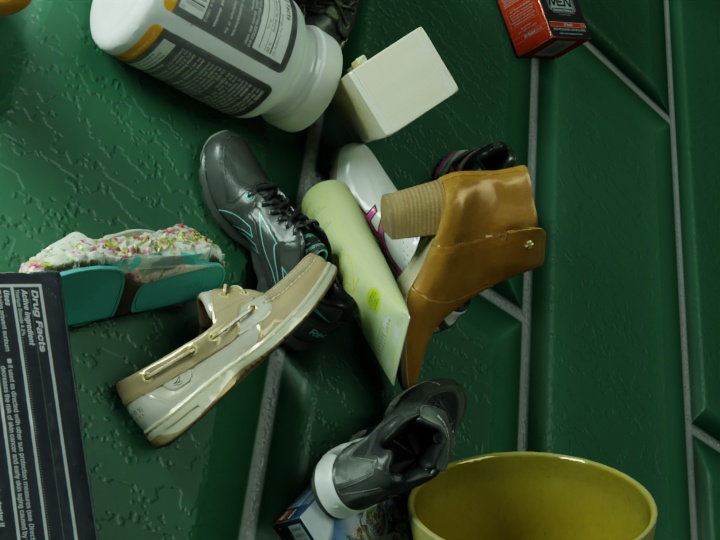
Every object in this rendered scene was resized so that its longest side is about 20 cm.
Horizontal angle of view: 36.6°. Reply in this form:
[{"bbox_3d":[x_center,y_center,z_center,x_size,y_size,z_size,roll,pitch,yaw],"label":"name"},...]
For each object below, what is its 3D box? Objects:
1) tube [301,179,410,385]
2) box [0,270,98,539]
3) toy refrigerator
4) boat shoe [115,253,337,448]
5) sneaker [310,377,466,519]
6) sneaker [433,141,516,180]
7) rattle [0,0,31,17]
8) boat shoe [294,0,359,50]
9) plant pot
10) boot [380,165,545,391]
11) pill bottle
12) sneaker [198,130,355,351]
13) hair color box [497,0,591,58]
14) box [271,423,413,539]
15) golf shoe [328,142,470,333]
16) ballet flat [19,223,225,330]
[{"bbox_3d":[0.000,0.000,0.941,0.058,0.052,0.201,44,14,-46],"label":"tube"},{"bbox_3d":[-0.269,0.110,0.611,0.197,0.123,0.202,2,72,-45],"label":"box"},{"bbox_3d":[0.022,-0.167,1.002,0.070,0.076,0.200,58,-3,-8],"label":"toy refrigerator"},{"bbox_3d":[-0.101,0.045,0.831,0.069,0.074,0.200,48,64,-4],"label":"boat shoe"},{"bbox_3d":[0.049,0.139,0.904,0.200,0.090,0.067,-28,93,-50],"label":"sneaker"},{"bbox_3d":[0.108,-0.069,1.128,0.080,0.086,0.201,40,47,-24],"label":"sneaker"},{"bbox_3d":[-0.301,-0.248,0.744,0.129,0.143,0.202,1,76,-27],"label":"rattle"},{"bbox_3d":[-0.035,-0.268,1.086,0.072,0.066,0.202,32,50,-32],"label":"boat shoe"},{"bbox_3d":[0.138,0.254,0.893,0.199,0.199,0.143,-18,111,-49],"label":"plant pot"},{"bbox_3d":[0.093,0.010,0.964,0.143,0.071,0.203,-8,116,-11],"label":"boot"},{"bbox_3d":[-0.118,-0.200,0.928,0.199,0.116,0.117,24,55,-39],"label":"pill bottle"},{"bbox_3d":[-0.067,-0.034,0.932,0.075,0.079,0.201,-28,91,-49],"label":"sneaker"},{"bbox_3d":[0.220,-0.381,1.417,0.101,0.061,0.202,-12,80,-48],"label":"hair color box"},{"bbox_3d":[0.025,0.252,0.922,0.201,0.038,0.136,59,40,-8],"label":"box"},{"bbox_3d":[0.041,-0.036,1.038,0.072,0.092,0.201,-25,89,-49],"label":"golf shoe"},{"bbox_3d":[-0.187,0.000,0.809,0.064,0.076,0.199,46,28,26],"label":"ballet flat"}]
